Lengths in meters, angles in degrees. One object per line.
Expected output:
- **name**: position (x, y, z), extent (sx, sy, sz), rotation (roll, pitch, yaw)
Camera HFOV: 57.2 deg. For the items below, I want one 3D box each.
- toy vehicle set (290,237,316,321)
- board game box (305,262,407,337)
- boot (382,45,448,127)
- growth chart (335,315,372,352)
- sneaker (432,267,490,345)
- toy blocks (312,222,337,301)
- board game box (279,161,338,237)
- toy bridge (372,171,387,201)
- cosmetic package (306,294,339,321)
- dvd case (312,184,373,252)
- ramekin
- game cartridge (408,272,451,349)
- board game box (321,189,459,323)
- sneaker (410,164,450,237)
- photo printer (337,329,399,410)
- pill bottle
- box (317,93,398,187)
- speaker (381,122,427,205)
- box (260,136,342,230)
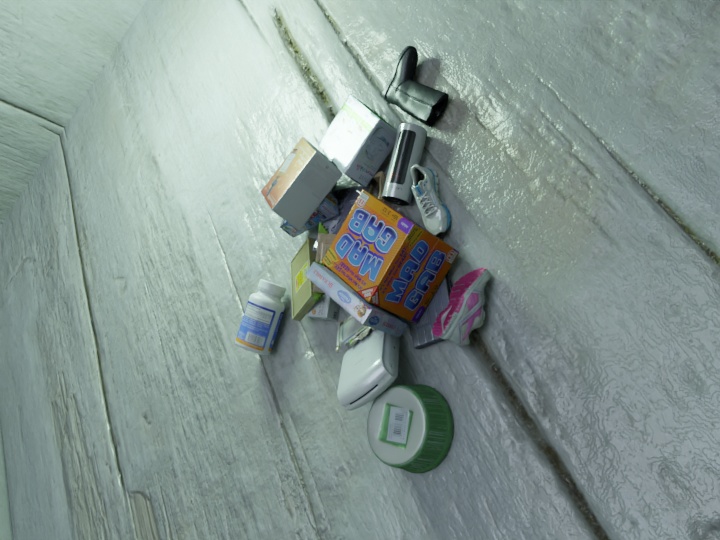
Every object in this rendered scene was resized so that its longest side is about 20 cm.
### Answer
- **toy vehicle set**: position (-0.159, 0.024, 1.864), extent (0.124, 0.026, 0.204), rotation (-48, 38, 43)
- **board game box**: position (-0.007, 0.070, 1.544), extent (0.199, 0.199, 0.042), rotation (38, 96, 30)
- **boot**: position (0.161, -0.497, 1.773), extent (0.200, 0.065, 0.168), rotation (41, 112, 44)
- **growth chart**: position (0.006, 0.133, 1.699), extent (0.198, 0.018, 0.146), rotation (-35, 25, 26)
- **sneaker**: position (0.247, 0.086, 1.516), extent (0.202, 0.088, 0.081), rotation (-57, 18, -13)
- **toy blocks**: position (-0.048, -0.014, 1.720), extent (0.133, 0.100, 0.206), rotation (5, 90, 7)
- **board game box**: position (-0.124, -0.207, 1.906), extent (0.198, 0.061, 0.204), rotation (-7, 56, 50)
- **toy bridge**: position (0.031, -0.177, 1.768), extent (0.066, 0.027, 0.203), rotation (-6, 55, 50)
- **cosmetic package**: position (-0.093, 0.034, 1.837), extent (0.081, 0.050, 0.205), rotation (0, 76, 41)
- **dvd case**: position (-0.050, -0.146, 1.844), extent (0.146, 0.016, 0.204), rotation (-4, 59, 40)
- **ramekin**: position (0.108, 0.362, 1.529), extent (0.197, 0.097, 0.205), rotation (-14, 67, 37)
- **game cartridge**: position (0.168, 0.078, 1.612), extent (0.128, 0.038, 0.205), rotation (-26, 60, 37)
- **board game box**: position (0.071, -0.032, 1.576), extent (0.199, 0.198, 0.203), rotation (38, 99, 42)
- **sneaker**: position (0.164, -0.178, 1.660), extent (0.074, 0.086, 0.204), rotation (-29, 60, 27)
- **photo printer**: position (0.020, 0.237, 1.598), extent (0.166, 0.069, 0.201), rotation (-39, 19, 23)
- **pill bottle**: position (-0.286, 0.134, 1.930), extent (0.111, 0.111, 0.205), rotation (15, 86, 42)
- **box**: position (-0.009, -0.364, 1.841), extent (0.178, 0.096, 0.200), rotation (-55, 41, 13)
- **speaker**: position (0.116, -0.276, 1.736), extent (0.080, 0.080, 0.205), rotation (10, 83, 41)
- **box**: position (-0.166, -0.243, 1.837), extent (0.201, 0.106, 0.153), rotation (-51, 33, 7)
